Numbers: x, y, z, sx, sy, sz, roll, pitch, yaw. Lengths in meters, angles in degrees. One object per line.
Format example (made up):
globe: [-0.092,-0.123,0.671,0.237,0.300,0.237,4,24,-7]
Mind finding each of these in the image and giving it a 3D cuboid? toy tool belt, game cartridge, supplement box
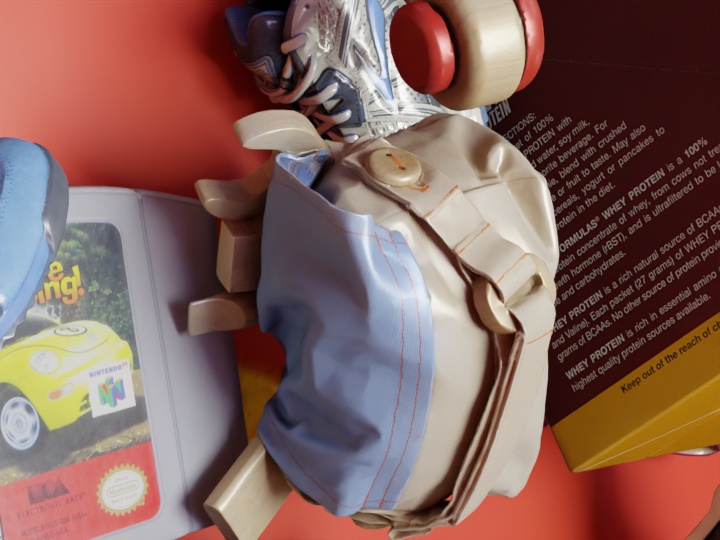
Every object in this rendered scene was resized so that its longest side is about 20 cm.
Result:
toy tool belt: [0.000,0.000,0.721,0.123,0.125,0.200,-17,124,-27]
game cartridge: [-0.121,0.040,0.712,0.200,0.041,0.133,-15,96,-45]
supplement box: [0.145,-0.060,0.822,0.133,0.197,0.200,-5,64,-45]

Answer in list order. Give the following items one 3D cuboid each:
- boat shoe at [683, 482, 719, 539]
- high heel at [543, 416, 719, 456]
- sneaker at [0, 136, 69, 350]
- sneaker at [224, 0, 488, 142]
boat shoe: [0.176,0.138,0.910,0.074,0.199,0.066,-10,52,-33]
high heel: [0.101,0.064,0.907,0.200,0.067,0.096,-26,96,-46]
sneaker: [-0.159,0.019,0.605,0.078,0.066,0.200,52,56,-25]
sneaker: [-0.011,-0.081,0.810,0.085,0.077,0.200,-17,101,-29]
